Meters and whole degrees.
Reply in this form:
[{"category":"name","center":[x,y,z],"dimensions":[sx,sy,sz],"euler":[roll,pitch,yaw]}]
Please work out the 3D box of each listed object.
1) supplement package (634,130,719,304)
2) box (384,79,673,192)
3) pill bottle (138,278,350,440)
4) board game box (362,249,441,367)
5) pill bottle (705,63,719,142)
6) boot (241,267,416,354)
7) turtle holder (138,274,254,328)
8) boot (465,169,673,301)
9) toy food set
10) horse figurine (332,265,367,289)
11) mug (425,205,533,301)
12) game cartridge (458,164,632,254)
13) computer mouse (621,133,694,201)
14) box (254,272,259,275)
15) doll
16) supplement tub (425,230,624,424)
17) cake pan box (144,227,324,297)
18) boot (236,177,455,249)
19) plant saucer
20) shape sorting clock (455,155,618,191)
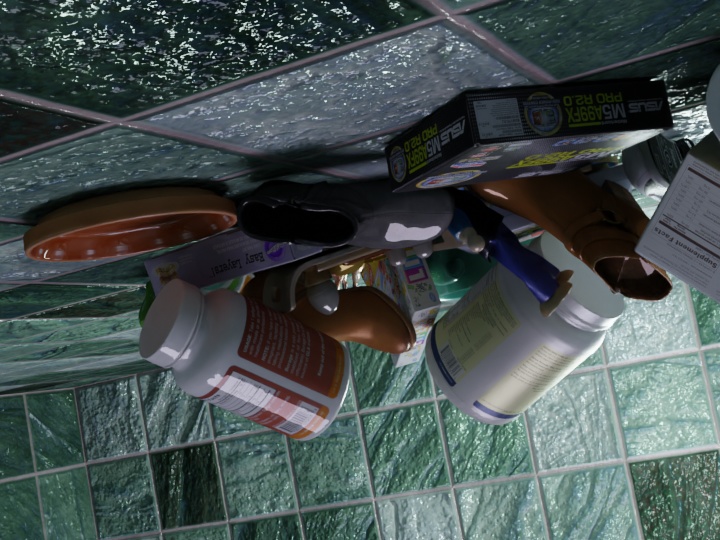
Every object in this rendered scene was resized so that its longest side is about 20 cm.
[{"category":"supplement package","center":[0.373,-0.052,1.103],"dimensions":[0.200,0.155,0.112],"euler":[-34,152,-52]},{"category":"box","center":[0.143,-0.115,1.030],"dimensions":[0.198,0.045,0.160],"euler":[-8,173,-25]},{"category":"pill bottle","center":[-0.117,0.087,1.199],"dimensions":[0.199,0.113,0.112],"euler":[28,154,-27]},{"category":"board game box","center":[0.047,0.021,1.437],"dimensions":[0.034,0.135,0.200],"euler":[-15,159,-12]},{"category":"pill bottle","center":[0.352,-0.129,0.957],"dimensions":[0.112,0.114,0.199],"euler":[-15,172,35]},{"category":"boot","center":[-0.049,0.067,1.334],"dimensions":[0.155,0.199,0.077],"euler":[-48,167,-48]},{"category":"turtle holder","center":[-0.205,0.060,1.561],"dimensions":[0.141,0.132,0.185],"euler":[41,151,-20]},{"category":"boot","center":[0.200,-0.046,1.131],"dimensions":[0.198,0.074,0.155],"euler":[12,-147,-13]},{"category":"toy food set","center":[0.000,0.000,1.256],"dimensions":[0.198,0.061,0.143],"euler":[-19,-177,-15]},{"category":"horse figurine","center":[-0.022,0.001,1.553],"dimensions":[0.049,0.134,0.200],"euler":[13,-171,19]},{"category":"mug","center":[0.148,-0.034,1.448],"dimensions":[0.150,0.116,0.185],"euler":[-11,173,4]},{"category":"game cartridge","center":[0.197,-0.063,1.287],"dimensions":[0.198,0.041,0.133],"euler":[-19,169,12]},{"category":"computer mouse","center":[0.311,-0.105,1.238],"dimensions":[0.044,0.111,0.199],"euler":[-21,161,30]},{"category":"box","center":[-0.117,0.079,1.612],"dimensions":[0.159,0.201,0.044],"euler":[-20,136,14]},{"category":"doll","center":[0.120,-0.038,1.172],"dimensions":[0.049,0.200,0.137],"euler":[-51,-179,21]},{"category":"supplement tub","center":[0.182,0.063,1.332],"dimensions":[0.144,0.146,0.200],"euler":[-4,145,-49]},{"category":"cake pan box","center":[-0.095,-0.028,1.253],"dimensions":[0.199,0.053,0.184],"euler":[-16,-176,32]},{"category":"boot","center":[-0.008,-0.044,1.063],"dimensions":[0.198,0.071,0.132],"euler":[-3,-171,-2]},{"category":"plant saucer","center":[-0.215,-0.045,1.115],"dimensions":[0.198,0.033,0.200],"euler":[-11,175,-1]},{"category":"shape sorting clock","center":[0.181,-0.097,1.290],"dimensions":[0.198,0.040,0.200],"euler":[-10,174,-1]}]
